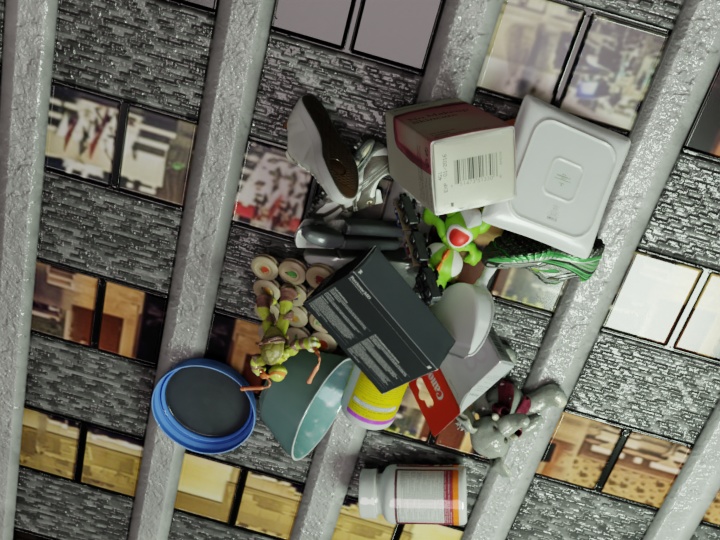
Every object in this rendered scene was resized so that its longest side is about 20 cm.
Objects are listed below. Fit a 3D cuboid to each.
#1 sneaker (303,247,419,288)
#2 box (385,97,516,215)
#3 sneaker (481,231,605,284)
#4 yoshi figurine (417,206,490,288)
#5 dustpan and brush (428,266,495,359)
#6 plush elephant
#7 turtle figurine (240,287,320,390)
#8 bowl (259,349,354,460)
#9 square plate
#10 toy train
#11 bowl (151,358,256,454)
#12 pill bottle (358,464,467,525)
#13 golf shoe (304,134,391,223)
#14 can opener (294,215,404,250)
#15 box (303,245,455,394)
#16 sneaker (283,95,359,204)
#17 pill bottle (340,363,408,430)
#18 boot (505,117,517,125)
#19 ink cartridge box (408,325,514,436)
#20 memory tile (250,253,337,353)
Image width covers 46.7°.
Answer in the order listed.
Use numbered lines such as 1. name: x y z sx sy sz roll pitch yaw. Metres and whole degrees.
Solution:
1. sneaker: 0.000 0.000 1.402 0.199 0.071 0.081 9 119 2
2. box: 0.127 -0.172 1.215 0.127 0.200 0.110 -13 116 -13
3. sneaker: 0.292 -0.012 1.345 0.198 0.078 0.086 2 120 -5
4. yoshi figurine: 0.154 -0.055 1.359 0.112 0.112 0.201 17 107 -47
5. dustpan and brush: 0.179 0.045 1.363 0.057 0.139 0.201 27 82 -37
6. plush elephant: 0.242 0.257 1.446 0.200 0.155 0.165 -40 105 21
7. turtle figurine: -0.146 0.118 1.379 0.064 0.162 0.199 17 149 -40
8. bowl: -0.104 0.219 1.469 0.105 0.201 0.202 29 118 18
9. square plate: 0.302 -0.137 1.258 0.199 0.028 0.199 18 94 -18
10. toy train: 0.090 -0.035 1.326 0.034 0.201 0.046 -4 151 -19
11. bowl: -0.293 0.255 1.576 0.199 0.039 0.202 3 116 6
12. pill bottle: 0.100 0.421 1.569 0.198 0.110 0.110 -1 116 8
13. golf shoe: -0.016 -0.118 1.343 0.094 0.078 0.200 36 116 -11
14. can opener: -0.015 -0.052 1.336 0.199 0.067 0.053 -1 126 -35
15. box: 0.029 0.081 1.307 0.200 0.079 0.141 50 138 -9
16. sneaker: -0.064 -0.169 1.286 0.073 0.201 0.085 7 140 -42
17. pill bottle: 0.040 0.173 1.460 0.104 0.104 0.201 19 117 -2
18. boot: 0.272 -0.146 1.291 0.107 0.075 0.201 -27 101 11
19. ink cartridge box: 0.147 0.157 1.410 0.200 0.163 0.057 -44 138 21
20. memory tile: -0.114 0.061 1.438 0.152 0.017 0.201 11 131 13
